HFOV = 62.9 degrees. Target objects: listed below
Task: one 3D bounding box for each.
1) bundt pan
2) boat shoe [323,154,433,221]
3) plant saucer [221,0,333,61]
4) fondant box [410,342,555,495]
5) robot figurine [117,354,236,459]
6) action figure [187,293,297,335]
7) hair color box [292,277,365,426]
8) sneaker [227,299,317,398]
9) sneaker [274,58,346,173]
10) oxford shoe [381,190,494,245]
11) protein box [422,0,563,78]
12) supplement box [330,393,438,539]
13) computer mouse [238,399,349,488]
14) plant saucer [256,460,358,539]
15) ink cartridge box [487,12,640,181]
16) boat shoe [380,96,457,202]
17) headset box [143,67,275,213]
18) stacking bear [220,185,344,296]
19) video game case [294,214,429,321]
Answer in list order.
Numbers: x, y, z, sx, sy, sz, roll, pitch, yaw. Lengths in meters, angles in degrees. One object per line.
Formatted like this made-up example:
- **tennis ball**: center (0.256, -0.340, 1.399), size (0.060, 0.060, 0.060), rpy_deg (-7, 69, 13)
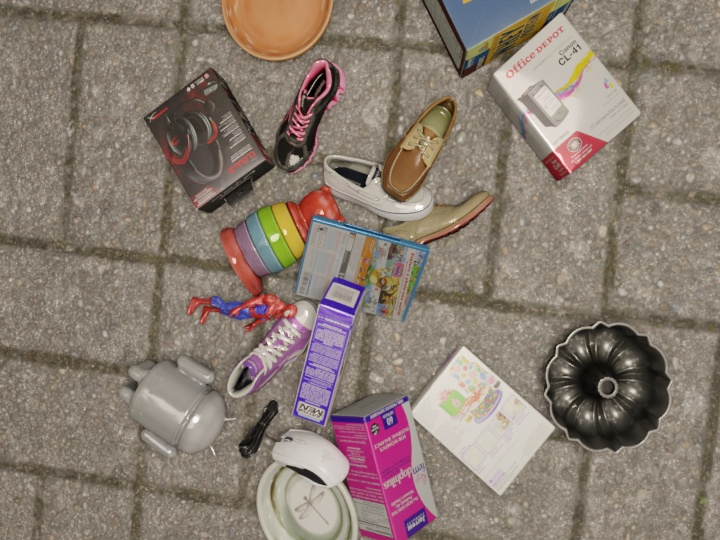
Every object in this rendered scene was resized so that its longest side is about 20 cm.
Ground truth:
- **bundt pan**: center (0.387, 0.180, 0.946), size (0.195, 0.076, 0.210), rpy_deg (0, 91, 7)
- **boat shoe**: center (0.025, -0.138, 0.959), size (0.194, 0.066, 0.075), rpy_deg (14, 63, 15)
- **plant saucer**: center (-0.140, -0.459, 1.006), size (0.193, 0.037, 0.208), rpy_deg (0, 91, 7)
- **fondant box**: center (0.198, 0.243, 0.977), size (0.199, 0.058, 0.145), rpy_deg (40, 95, 3)
- **robot figurine**: center (-0.311, 0.232, 1.002), size (0.196, 0.113, 0.173), rpy_deg (29, 99, 5)
- **action figure**: center (-0.194, 0.070, 0.990), size (0.194, 0.066, 0.053), rpy_deg (-5, 56, 20)
- **hair color box**: center (-0.050, 0.130, 0.945), size (0.063, 0.110, 0.205), rpy_deg (18, 113, 3)
- **sneaker**: center (-0.145, 0.136, 0.983), size (0.072, 0.114, 0.202), rpy_deg (39, 94, 5)
- **sneaker**: center (-0.093, -0.260, 0.978), size (0.077, 0.095, 0.205), rpy_deg (26, 95, 3)
- **oxford shoe**: center (0.125, -0.088, 0.972), size (0.196, 0.070, 0.076), rpy_deg (-29, 83, 5)
- **protein box**: center (0.202, -0.458, 0.920), size (0.194, 0.135, 0.205), rpy_deg (-27, 88, 6)
- **supplement box**: center (0.038, 0.317, 0.956), size (0.099, 0.102, 0.207), rpy_deg (-16, 92, -39)
- **computer mouse**: center (-0.104, 0.283, 0.957), size (0.195, 0.110, 0.045), rpy_deg (14, 129, 28)
- **plant saucer**: center (-0.084, 0.405, 0.999), size (0.194, 0.050, 0.208), rpy_deg (4, 100, 25)
- **ink cartridge box**: center (0.318, -0.272, 0.939), size (0.147, 0.086, 0.202), rpy_deg (-39, 89, 6)
- **boat shoe**: center (0.095, -0.201, 0.928), size (0.074, 0.074, 0.203), rpy_deg (30, 63, -1)
- **headset box**: center (-0.249, -0.209, 1.004), size (0.146, 0.075, 0.203), rpy_deg (-32, 88, 5)
- **stacking bear**: center (-0.123, -0.064, 0.980), size (0.196, 0.114, 0.124), rpy_deg (-28, 77, -1)
- **video game case**: center (0.000, 0.000, 0.961), size (0.194, 0.018, 0.146), rpy_deg (14, 120, -6)
